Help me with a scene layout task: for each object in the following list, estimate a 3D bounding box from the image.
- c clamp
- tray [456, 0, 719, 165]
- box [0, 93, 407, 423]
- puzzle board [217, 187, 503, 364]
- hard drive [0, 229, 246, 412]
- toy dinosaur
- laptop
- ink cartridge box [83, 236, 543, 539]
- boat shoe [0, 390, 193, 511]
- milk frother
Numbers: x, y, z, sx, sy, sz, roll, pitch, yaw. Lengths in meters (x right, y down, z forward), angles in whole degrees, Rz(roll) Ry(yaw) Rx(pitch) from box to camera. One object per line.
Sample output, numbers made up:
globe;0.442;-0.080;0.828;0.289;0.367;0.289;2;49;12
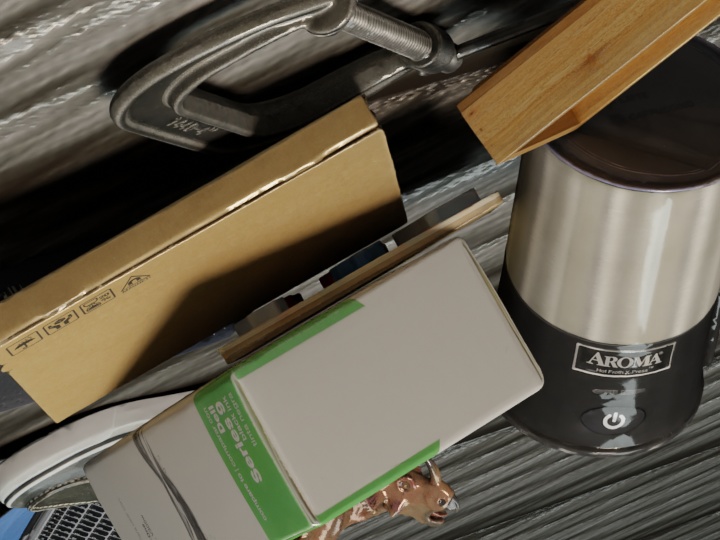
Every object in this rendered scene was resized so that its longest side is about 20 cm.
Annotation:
c clamp;-0.013;-0.094;1.282;0.170;0.027;0.200;-26;168;22
tray;0.139;-0.124;1.297;0.200;0.037;0.099;-39;174;27
box;-0.073;-0.001;1.385;0.199;0.021;0.164;-30;165;-3
puzzle board;0.000;0.000;1.496;0.150;0.017;0.200;-31;180;1
hard drive;-0.137;0.024;1.485;0.199;0.043;0.135;-17;165;-28
toy dinosaur;-0.047;0.143;2.024;0.199;0.086;0.136;3;145;-26
laptop;-0.187;0.200;1.907;0.199;0.117;0.187;19;156;-9
ink cartridge box;-0.028;0.075;1.441;0.146;0.084;0.200;-31;179;-30
boat shoe;-0.122;0.117;1.805;0.199;0.071;0.072;-15;165;-27
milk frother;0.137;-0.048;1.504;0.180;0.200;0.189;-13;139;-20
